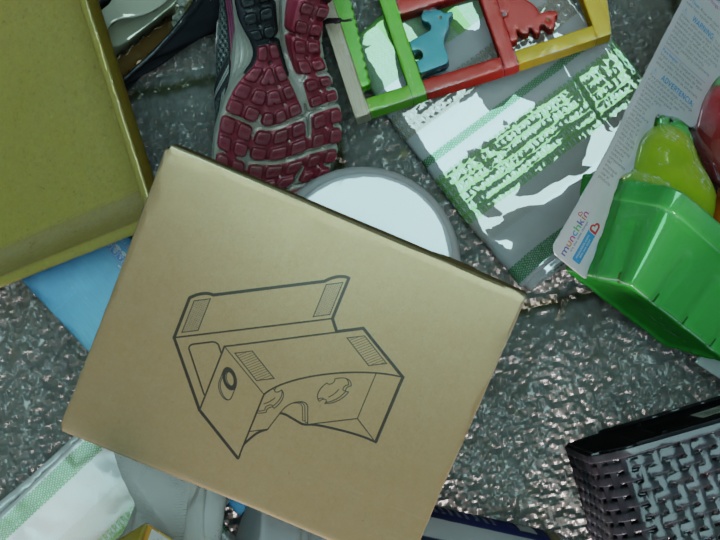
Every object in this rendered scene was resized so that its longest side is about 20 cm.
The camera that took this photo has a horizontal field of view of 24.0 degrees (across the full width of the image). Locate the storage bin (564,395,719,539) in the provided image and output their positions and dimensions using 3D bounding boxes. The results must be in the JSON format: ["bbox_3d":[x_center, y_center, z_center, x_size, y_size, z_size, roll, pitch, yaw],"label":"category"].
[{"bbox_3d":[0.236,0.124,1.023,0.199,0.135,0.094,-15,88,-2],"label":"storage bin"}]

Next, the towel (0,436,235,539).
[{"bbox_3d":[-0.141,0.204,1.062,0.149,0.031,0.200,-41,91,-1],"label":"towel"}]

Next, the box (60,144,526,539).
[{"bbox_3d":[-0.036,0.047,0.883,0.200,0.021,0.164,23,99,1],"label":"box"}]

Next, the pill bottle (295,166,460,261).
[{"bbox_3d":[0.000,0.000,0.992,0.114,0.200,0.115,0,88,-1],"label":"pill bottle"}]

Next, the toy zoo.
[{"bbox_3d":[0.072,-0.185,1.070,0.199,0.020,0.132,-18,82,1],"label":"toy zoo"}]

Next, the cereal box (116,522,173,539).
[{"bbox_3d":[-0.085,0.228,0.964,0.200,0.144,0.040,37,45,-22],"label":"cereal box"}]

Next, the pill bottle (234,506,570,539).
[{"bbox_3d":[0.025,0.193,1.011,0.199,0.111,0.111,14,87,-12],"label":"pill bottle"}]

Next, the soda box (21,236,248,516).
[{"bbox_3d":[-0.117,0.054,1.055,0.068,0.064,0.200,-43,89,-1],"label":"soda box"}]

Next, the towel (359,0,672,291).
[{"bbox_3d":[0.102,-0.108,1.085,0.149,0.031,0.200,-38,88,-3],"label":"towel"}]

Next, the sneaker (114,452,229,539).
[{"bbox_3d":[-0.098,0.137,0.991,0.075,0.088,0.200,22,127,19],"label":"sneaker"}]

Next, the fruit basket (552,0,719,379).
[{"bbox_3d":[0.215,-0.055,1.042,0.185,0.094,0.200,33,73,-33],"label":"fruit basket"}]

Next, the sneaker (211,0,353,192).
[{"bbox_3d":[-0.053,-0.131,1.056,0.080,0.075,0.201,2,108,-19],"label":"sneaker"}]

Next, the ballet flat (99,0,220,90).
[{"bbox_3d":[-0.165,-0.138,1.060,0.200,0.073,0.073,-37,89,-2],"label":"ballet flat"}]

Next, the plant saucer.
[{"bbox_3d":[-0.209,-0.096,1.015,0.200,0.048,0.200,-19,88,34],"label":"plant saucer"}]
